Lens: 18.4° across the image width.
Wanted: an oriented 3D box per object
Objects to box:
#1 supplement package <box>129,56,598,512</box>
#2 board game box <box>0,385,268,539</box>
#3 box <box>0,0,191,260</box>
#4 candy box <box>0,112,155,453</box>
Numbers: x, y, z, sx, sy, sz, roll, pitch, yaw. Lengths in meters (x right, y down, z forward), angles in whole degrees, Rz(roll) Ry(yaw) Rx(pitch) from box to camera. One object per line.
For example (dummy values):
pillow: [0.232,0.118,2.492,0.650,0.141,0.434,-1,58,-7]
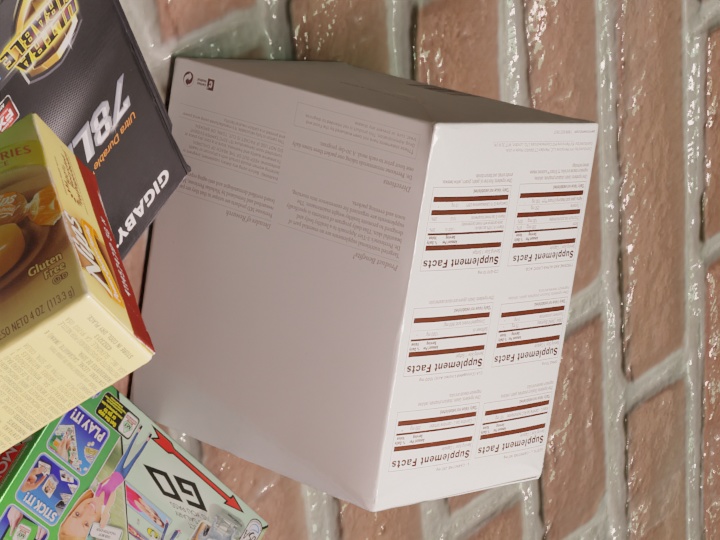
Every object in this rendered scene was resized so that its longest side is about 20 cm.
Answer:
supplement package: [0.000,0.000,1.200,0.147,0.191,0.201,-4,107,-48]
board game box: [-0.140,0.151,1.218,0.135,0.029,0.200,-60,140,-16]
box: [-0.177,-0.047,1.057,0.200,0.050,0.199,-54,145,-27]
candy box: [-0.193,0.035,0.928,0.200,0.116,0.055,-32,136,9]
